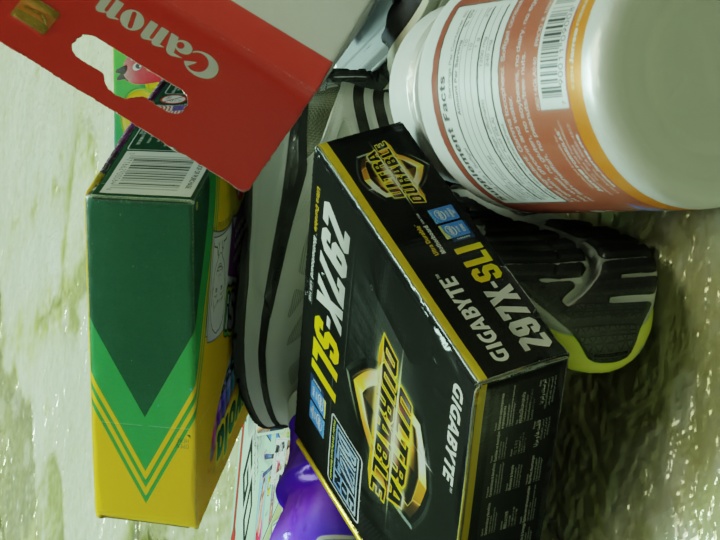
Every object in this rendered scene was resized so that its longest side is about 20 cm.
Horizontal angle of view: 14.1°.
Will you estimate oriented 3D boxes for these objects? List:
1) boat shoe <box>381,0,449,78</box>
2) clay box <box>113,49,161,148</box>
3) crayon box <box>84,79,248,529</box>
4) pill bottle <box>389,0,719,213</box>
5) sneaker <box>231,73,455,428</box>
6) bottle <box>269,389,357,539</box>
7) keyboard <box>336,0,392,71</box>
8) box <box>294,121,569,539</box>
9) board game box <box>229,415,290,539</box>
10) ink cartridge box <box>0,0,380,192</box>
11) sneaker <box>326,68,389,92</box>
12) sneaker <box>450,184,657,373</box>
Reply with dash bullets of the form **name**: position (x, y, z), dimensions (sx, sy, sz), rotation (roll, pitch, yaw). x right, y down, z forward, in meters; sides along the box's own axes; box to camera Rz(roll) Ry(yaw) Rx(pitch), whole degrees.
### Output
- **boat shoe**: position (0.061, -0.153, 1.372), dimensions (0.200, 0.073, 0.063), rotation (133, 136, -58)
- **clay box**: position (-0.112, -0.124, 1.737), dimensions (0.115, 0.047, 0.200), rotation (64, -161, -60)
- **crayon box**: position (-0.088, 0.008, 1.472), dimensions (0.200, 0.058, 0.173), rotation (-68, -21, -65)
- **pill bottle**: position (0.096, -0.080, 1.250), dimensions (0.200, 0.112, 0.112), rotation (1, 82, 63)
- **sneaker**: position (0.000, 0.000, 1.452), dimensions (0.076, 0.115, 0.201), rotation (-72, -12, -57)
- **bottle**: position (-0.005, 0.150, 1.421), dimensions (0.065, 0.083, 0.200), rotation (-40, 46, 42)
- **keyboard**: position (0.023, -0.147, 1.548), dimensions (0.200, 0.011, 0.056), rotation (141, 139, -63)
- **box**: position (0.027, 0.058, 1.312), dimensions (0.200, 0.049, 0.160), rotation (95, 152, -46)
- **board game box**: position (-0.030, 0.129, 1.551), dimensions (0.135, 0.029, 0.200), rotation (159, 118, -63)
- **ink cartridge box**: position (-0.069, -0.157, 1.401), dimensions (0.200, 0.161, 0.050), rotation (-57, -4, -34)
- **sneaker**: position (-0.031, -0.060, 1.589), dimensions (0.200, 0.074, 0.080), rotation (142, 124, -64)
- **sneaker**: position (0.076, 0.021, 1.324), dimensions (0.200, 0.078, 0.091), rotation (-141, 53, -67)
